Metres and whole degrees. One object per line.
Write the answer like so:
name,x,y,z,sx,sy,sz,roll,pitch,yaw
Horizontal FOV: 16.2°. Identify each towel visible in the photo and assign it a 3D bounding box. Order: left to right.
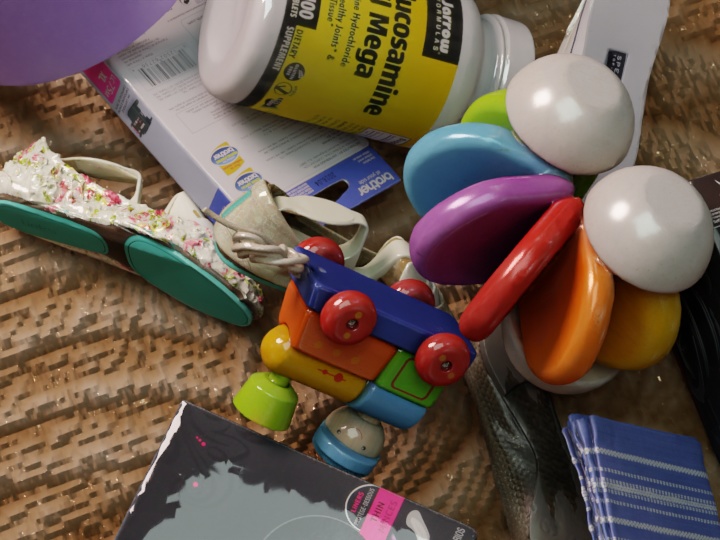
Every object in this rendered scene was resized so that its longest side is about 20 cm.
towel,0.184,0.188,1.541,0.024,0.145,0.201,-22,67,34

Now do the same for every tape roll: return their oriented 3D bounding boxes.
tape roll,-0.203,-0.222,1.649,0.200,0.085,0.200,-17,46,18

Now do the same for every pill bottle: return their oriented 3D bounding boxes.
pill bottle,0.006,-0.143,1.629,0.200,0.112,0.113,12,69,-23

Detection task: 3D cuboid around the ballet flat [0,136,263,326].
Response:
ballet flat,-0.144,-0.032,1.640,0.200,0.076,0.064,24,65,6

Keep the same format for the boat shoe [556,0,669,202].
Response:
boat shoe,0.148,-0.108,1.666,0.071,0.070,0.201,14,96,-7

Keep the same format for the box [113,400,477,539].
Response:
box,-0.043,0.182,1.546,0.200,0.106,0.122,22,73,8

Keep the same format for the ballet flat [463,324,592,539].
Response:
ballet flat,0.107,0.128,1.602,0.067,0.046,0.200,-9,74,-36

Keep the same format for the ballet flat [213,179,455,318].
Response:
ballet flat,0.000,0.000,1.578,0.062,0.200,0.068,-51,37,22

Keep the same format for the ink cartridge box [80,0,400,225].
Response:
ink cartridge box,-0.081,-0.098,1.657,0.119,0.042,0.200,-31,70,-36

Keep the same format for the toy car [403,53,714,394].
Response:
toy car,0.101,-0.019,1.532,0.150,0.175,0.200,-16,64,-35

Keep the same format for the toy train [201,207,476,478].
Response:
toy train,-0.040,0.044,1.507,0.200,0.085,0.116,24,108,-29

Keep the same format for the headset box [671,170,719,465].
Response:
headset box,0.255,0.050,1.566,0.077,0.149,0.200,-16,72,-12
